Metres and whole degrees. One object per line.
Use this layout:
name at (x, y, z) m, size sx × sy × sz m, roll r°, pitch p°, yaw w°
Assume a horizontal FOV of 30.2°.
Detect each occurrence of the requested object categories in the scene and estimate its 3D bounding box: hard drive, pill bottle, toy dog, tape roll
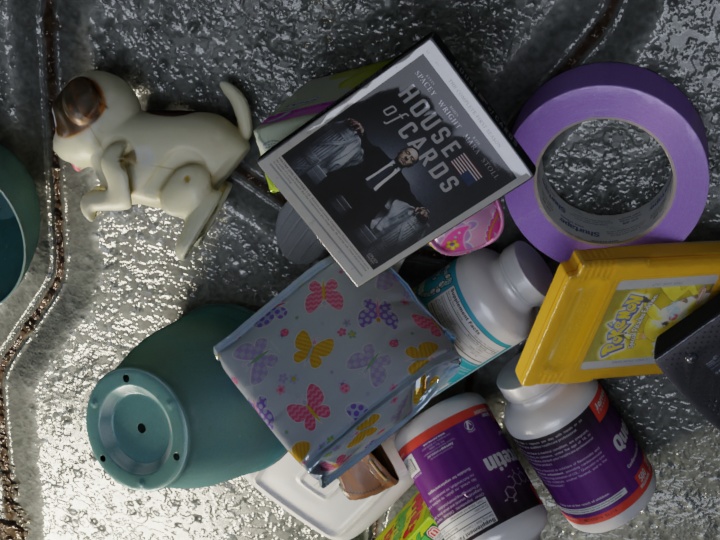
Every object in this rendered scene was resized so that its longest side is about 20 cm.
hard drive at (0.398, 0.098, 1.365) m, size 0.135 × 0.042 × 0.200 m, roll -39°, pitch 123°, yaw 19°
pill bottle at (0.108, 0.050, 1.413) m, size 0.200 × 0.111 × 0.111 m, roll -35°, pitch 106°, yaw 27°
pill bottle at (0.231, 0.180, 1.455) m, size 0.112 × 0.113 × 0.200 m, roll -25°, pitch 111°, yaw 25°
toy dog at (-0.227, -0.128, 1.382) m, size 0.199 × 0.140 × 0.195 m, roll 28°, pitch 108°, yaw -3°
pill bottle at (0.128, 0.242, 1.457) m, size 0.112 × 0.112 × 0.201 m, roll -38°, pitch 72°, yaw 28°
tape roll at (0.243, -0.101, 1.324) m, size 0.199 × 0.066 × 0.201 m, roll 6°, pitch 119°, yaw 11°

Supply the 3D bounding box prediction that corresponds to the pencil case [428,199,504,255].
pencil case at (0.086, -0.087, 1.289) m, size 0.087 × 0.200 × 0.088 m, roll -1°, pitch 116°, yaw -1°

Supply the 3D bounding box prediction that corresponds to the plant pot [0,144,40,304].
plant pot at (-0.432, -0.071, 1.460) m, size 0.199 × 0.135 × 0.201 m, roll 6°, pitch 120°, yaw 10°

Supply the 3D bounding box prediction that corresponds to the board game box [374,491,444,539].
board game box at (0.054, 0.332, 1.588) m, size 0.047 × 0.102 × 0.200 m, roll 33°, pitch 121°, yaw -5°

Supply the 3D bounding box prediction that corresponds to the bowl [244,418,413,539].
bowl at (-0.039, 0.225, 1.569) m, size 0.199 × 0.075 × 0.200 m, roll 37°, pitch 122°, yaw -8°

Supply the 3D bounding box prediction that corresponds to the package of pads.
package of pads at (-0.005, -0.144, 1.279) m, size 0.154 × 0.200 × 0.069 m, roll -11°, pitch 109°, yaw 20°

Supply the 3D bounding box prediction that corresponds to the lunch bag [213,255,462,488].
lunch bag at (-0.017, 0.092, 1.352) m, size 0.200 × 0.127 × 0.170 m, roll -41°, pitch 71°, yaw -5°

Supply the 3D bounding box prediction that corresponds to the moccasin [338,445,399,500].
moccasin at (-0.017, 0.151, 1.461) m, size 0.077 × 0.074 × 0.202 m, roll -23°, pitch 88°, yaw 17°

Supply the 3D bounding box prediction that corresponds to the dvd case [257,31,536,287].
dvd case at (0.030, -0.092, 1.166) m, size 0.200 × 0.025 × 0.150 m, roll -32°, pitch 105°, yaw 26°

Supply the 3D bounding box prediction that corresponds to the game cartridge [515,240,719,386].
game cartridge at (0.271, 0.045, 1.345) m, size 0.199 × 0.033 × 0.177 m, roll -5°, pitch 136°, yaw -21°

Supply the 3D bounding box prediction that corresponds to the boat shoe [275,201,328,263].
boat shoe at (-0.020, -0.067, 1.399) m, size 0.200 × 0.071 × 0.072 m, roll -38°, pitch 77°, yaw 51°

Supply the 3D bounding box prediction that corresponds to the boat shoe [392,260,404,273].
boat shoe at (0.000, 0.000, 1.441) m, size 0.066 × 0.070 × 0.200 m, roll 28°, pitch 129°, yaw -5°

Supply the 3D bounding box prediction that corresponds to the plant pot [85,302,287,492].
plant pot at (-0.192, 0.150, 1.459) m, size 0.199 × 0.188 × 0.201 m, roll 5°, pitch 101°, yaw 27°
